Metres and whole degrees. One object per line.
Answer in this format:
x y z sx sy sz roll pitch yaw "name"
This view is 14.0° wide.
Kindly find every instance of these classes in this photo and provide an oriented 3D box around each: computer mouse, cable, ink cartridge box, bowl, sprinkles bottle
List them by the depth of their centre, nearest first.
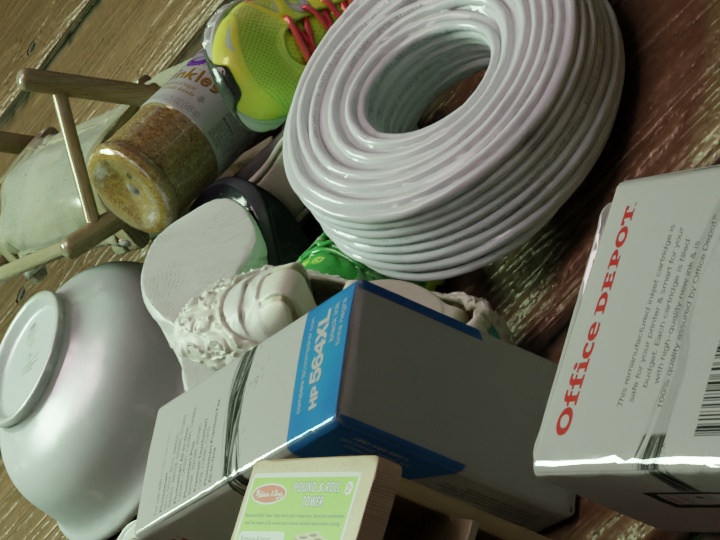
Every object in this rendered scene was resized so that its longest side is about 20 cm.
0.177 0.033 1.268 0.200 0.084 0.146 -7 61 62 "ink cartridge box"
-0.003 0.097 1.503 0.200 0.146 0.084 -31 43 49 "ink cartridge box"
0.051 -0.091 1.591 0.200 0.069 0.200 -42 38 2 "cable"
-0.055 0.039 1.748 0.138 0.053 0.200 -37 58 40 "computer mouse"
-0.084 -0.108 1.829 0.200 0.068 0.068 -47 14 -32 "sprinkles bottle"
-0.186 0.073 1.938 0.201 0.090 0.201 -42 35 39 "bowl"

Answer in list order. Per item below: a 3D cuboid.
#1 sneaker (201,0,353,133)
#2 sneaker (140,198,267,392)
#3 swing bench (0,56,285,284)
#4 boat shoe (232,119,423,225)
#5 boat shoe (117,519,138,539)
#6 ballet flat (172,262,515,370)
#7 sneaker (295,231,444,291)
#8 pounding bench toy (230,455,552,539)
-0.017 -0.144 1.732 0.090 0.078 0.200 -21 8 37 "sneaker"
-0.072 0.045 1.680 0.075 0.089 0.200 -23 40 8 "sneaker"
-0.163 -0.072 1.938 0.199 0.200 0.130 -17 87 58 "swing bench"
-0.028 -0.066 1.781 0.200 0.067 0.057 -33 21 44 "boat shoe"
-0.115 0.186 1.729 0.075 0.068 0.200 -65 25 1 "boat shoe"
-0.011 0.023 1.560 0.200 0.072 0.072 6 69 21 "ballet flat"
0.000 0.000 1.646 0.074 0.083 0.200 -34 43 43 "sneaker"
0.008 0.174 1.405 0.200 0.156 0.124 -9 61 60 "pounding bench toy"
